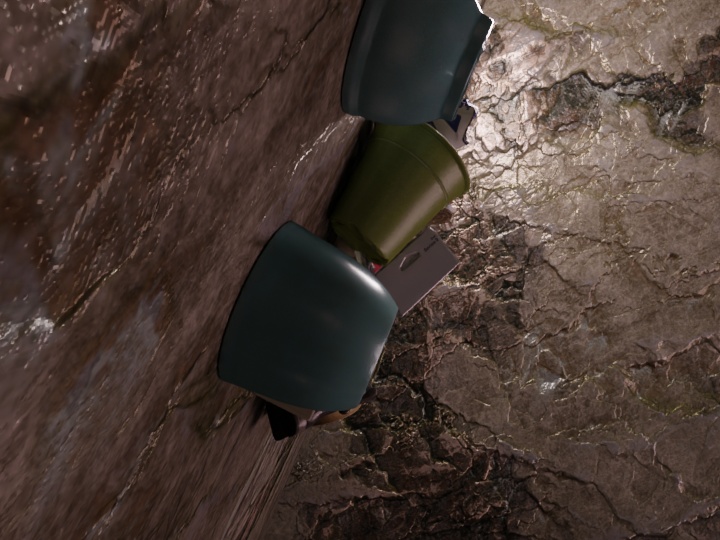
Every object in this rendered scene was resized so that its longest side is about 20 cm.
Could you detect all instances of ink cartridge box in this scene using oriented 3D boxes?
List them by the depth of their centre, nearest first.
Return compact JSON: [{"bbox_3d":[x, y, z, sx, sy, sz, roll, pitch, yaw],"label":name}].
[{"bbox_3d":[0.081,0.012,0.976,0.145,0.084,0.200,-42,180,-8],"label":"ink cartridge box"}]

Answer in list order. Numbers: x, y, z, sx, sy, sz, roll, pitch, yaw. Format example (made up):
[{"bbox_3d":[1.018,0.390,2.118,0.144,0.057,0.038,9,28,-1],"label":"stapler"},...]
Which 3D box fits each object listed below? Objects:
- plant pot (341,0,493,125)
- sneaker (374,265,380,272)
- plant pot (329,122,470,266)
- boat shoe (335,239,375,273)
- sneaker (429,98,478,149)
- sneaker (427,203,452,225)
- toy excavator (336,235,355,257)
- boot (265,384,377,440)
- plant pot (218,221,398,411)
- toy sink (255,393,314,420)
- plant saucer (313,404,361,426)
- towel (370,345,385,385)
[{"bbox_3d":[0.076,-0.261,0.634,0.200,0.131,0.205,24,89,-85],"label":"plant pot"},{"bbox_3d":[0.040,-0.055,1.272,0.203,0.072,0.088,98,11,-47],"label":"sneaker"},{"bbox_3d":[0.047,-0.120,0.874,0.191,0.198,0.200,-52,173,-11],"label":"plant pot"},{"bbox_3d":[0.000,0.000,1.101,0.065,0.071,0.203,-40,136,-28],"label":"boat shoe"},{"bbox_3d":[0.175,-0.333,1.074,0.081,0.112,0.204,-61,132,-64],"label":"sneaker"},{"bbox_3d":[0.077,-0.152,1.019,0.072,0.194,0.115,100,-7,-62],"label":"sneaker"},{"bbox_3d":[-0.035,0.060,0.999,0.197,0.097,0.204,92,0,-54],"label":"toy excavator"},{"bbox_3d":[-0.074,0.251,0.979,0.199,0.170,0.071,-21,-96,59],"label":"boot"},{"bbox_3d":[-0.049,0.069,0.627,0.201,0.158,0.205,24,90,-85],"label":"plant pot"},{"bbox_3d":[-0.074,0.111,0.861,0.130,0.110,0.204,-51,164,-76],"label":"toy sink"},{"bbox_3d":[-0.096,0.269,1.111,0.200,0.194,0.037,-46,130,-78],"label":"plant saucer"},{"bbox_3d":[-0.036,0.189,1.261,0.036,0.198,0.151,-4,122,-58],"label":"towel"}]
